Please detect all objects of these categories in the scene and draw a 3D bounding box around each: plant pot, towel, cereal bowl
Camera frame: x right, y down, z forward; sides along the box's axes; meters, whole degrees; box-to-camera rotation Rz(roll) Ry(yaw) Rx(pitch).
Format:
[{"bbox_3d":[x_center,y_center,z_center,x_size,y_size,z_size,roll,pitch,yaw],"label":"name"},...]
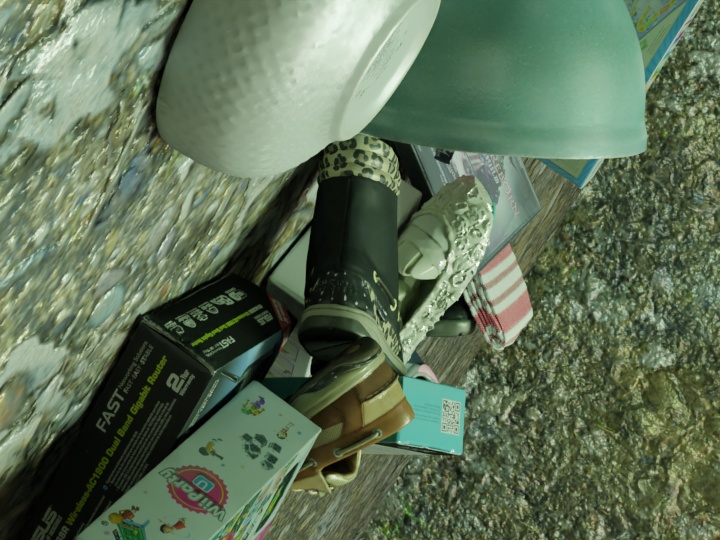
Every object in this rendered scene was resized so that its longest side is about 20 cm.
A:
[{"bbox_3d":[0.096,-0.155,1.220,0.200,0.200,0.135,-31,127,-70],"label":"plant pot"},{"bbox_3d":[0.098,-0.033,1.635,0.030,0.201,0.146,-21,-178,18],"label":"towel"},{"bbox_3d":[-0.017,-0.129,0.979,0.200,0.083,0.200,-54,171,-12],"label":"cereal bowl"}]

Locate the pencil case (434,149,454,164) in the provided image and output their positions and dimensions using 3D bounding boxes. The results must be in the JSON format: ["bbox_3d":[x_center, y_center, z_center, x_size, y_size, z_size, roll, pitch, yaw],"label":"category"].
[{"bbox_3d":[0.114,-0.136,1.524,0.200,0.094,0.091,-14,131,-66],"label":"pencil case"}]

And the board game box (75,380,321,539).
[{"bbox_3d":[-0.121,0.180,1.188,0.200,0.064,0.148,-41,162,-50],"label":"board game box"}]

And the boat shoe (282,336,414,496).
[{"bbox_3d":[-0.036,0.122,1.278,0.076,0.074,0.200,-40,180,-45],"label":"boat shoe"}]

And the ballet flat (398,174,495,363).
[{"bbox_3d":[0.039,0.014,1.473,0.200,0.072,0.072,-60,170,22],"label":"ballet flat"}]

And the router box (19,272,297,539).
[{"bbox_3d":[-0.135,0.109,1.252,0.200,0.062,0.150,-60,169,20],"label":"router box"}]

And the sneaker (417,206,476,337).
[{"bbox_3d":[0.057,-0.008,1.656,0.199,0.076,0.115,-119,-149,-71],"label":"sneaker"}]

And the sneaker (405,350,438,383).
[{"bbox_3d":[0.001,0.118,1.574,0.200,0.082,0.070,-39,164,-48],"label":"sneaker"}]

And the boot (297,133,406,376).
[{"bbox_3d":[0.001,0.000,1.359,0.204,0.073,0.154,66,28,-73],"label":"boot"}]

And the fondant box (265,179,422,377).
[{"bbox_3d":[-0.025,0.019,1.529,0.144,0.058,0.200,-51,169,-28],"label":"fondant box"}]

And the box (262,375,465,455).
[{"bbox_3d":[-0.027,0.107,1.374,0.082,0.199,0.049,17,74,-51],"label":"box"}]

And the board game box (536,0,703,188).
[{"bbox_3d":[0.156,-0.178,1.322,0.200,0.134,0.034,-59,170,27],"label":"board game box"}]

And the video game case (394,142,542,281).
[{"bbox_3d":[0.093,-0.085,1.581,0.019,0.143,0.200,-18,-169,29],"label":"video game case"}]
